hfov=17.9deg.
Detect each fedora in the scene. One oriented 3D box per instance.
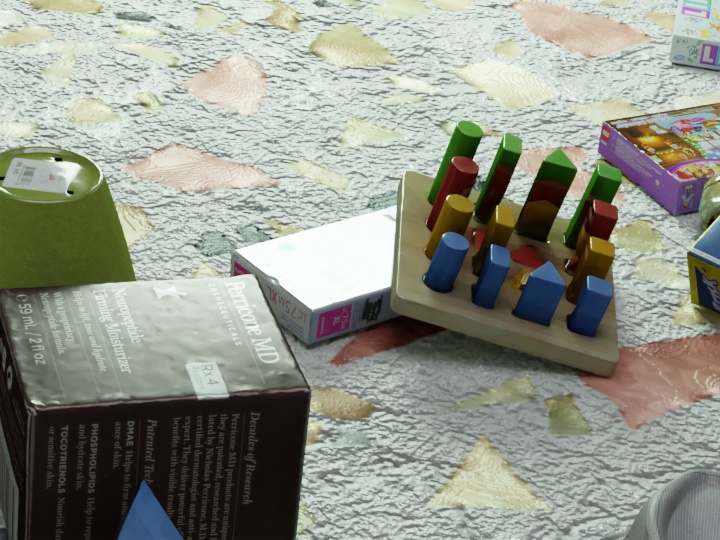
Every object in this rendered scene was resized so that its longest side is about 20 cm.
[{"bbox_3d":[0.243,0.207,1.622,0.175,0.091,0.200,12,30,9],"label":"fedora"}]

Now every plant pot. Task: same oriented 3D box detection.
[{"bbox_3d":[-0.248,0.015,1.754,0.185,0.201,0.188,4,30,-3],"label":"plant pot"}]

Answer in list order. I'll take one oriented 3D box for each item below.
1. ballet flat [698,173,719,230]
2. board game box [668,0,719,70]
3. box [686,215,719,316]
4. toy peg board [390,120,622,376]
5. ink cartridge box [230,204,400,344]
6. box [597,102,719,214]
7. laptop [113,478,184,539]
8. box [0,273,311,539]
[{"bbox_3d":[0.409,-0.036,2.116,0.199,0.071,0.071,17,31,17],"label":"ballet flat"},{"bbox_3d":[0.420,-0.277,2.560,0.133,0.034,0.200,9,30,6],"label":"board game box"},{"bbox_3d":[0.374,-0.044,2.038,0.064,0.070,0.200,27,58,32],"label":"box"},{"bbox_3d":[0.136,-0.031,1.955,0.198,0.098,0.200,16,33,-7],"label":"toy peg board"},{"bbox_3d":[0.000,0.000,1.990,0.199,0.042,0.119,-19,38,-33],"label":"ink cartridge box"},{"bbox_3d":[0.355,-0.117,2.262,0.199,0.039,0.137,-11,34,-27],"label":"box"},{"bbox_3d":[-0.069,0.247,1.468,0.198,0.117,0.188,9,30,5],"label":"laptop"},{"bbox_3d":[-0.156,0.116,1.630,0.198,0.165,0.166,-4,31,-17],"label":"box"}]
